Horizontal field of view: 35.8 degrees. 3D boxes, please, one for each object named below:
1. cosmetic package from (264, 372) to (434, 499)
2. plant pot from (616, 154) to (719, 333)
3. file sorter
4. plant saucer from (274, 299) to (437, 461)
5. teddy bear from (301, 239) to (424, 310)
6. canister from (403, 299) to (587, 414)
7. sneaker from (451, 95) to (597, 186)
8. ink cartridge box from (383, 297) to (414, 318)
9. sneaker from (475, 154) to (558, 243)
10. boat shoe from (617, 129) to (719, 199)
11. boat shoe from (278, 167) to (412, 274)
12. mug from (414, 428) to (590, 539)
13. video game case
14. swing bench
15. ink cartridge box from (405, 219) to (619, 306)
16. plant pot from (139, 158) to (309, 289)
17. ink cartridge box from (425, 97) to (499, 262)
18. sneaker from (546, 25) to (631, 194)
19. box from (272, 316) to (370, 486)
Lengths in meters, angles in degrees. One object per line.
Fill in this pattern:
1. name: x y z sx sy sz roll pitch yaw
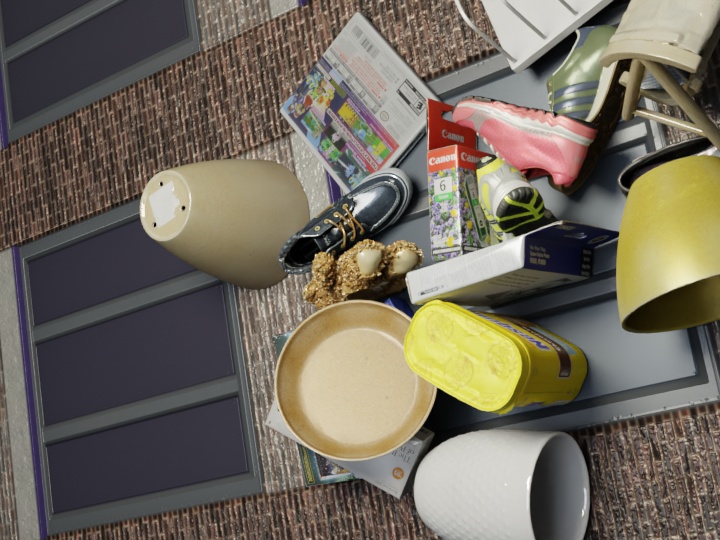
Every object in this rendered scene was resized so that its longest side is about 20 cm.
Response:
1. cosmetic package: -0.015 0.197 1.382 0.198 0.051 0.083 25 105 18
2. plant pot: 0.352 -0.035 1.170 0.199 0.199 0.144 -24 68 29
3. file sorter: 0.212 -0.367 1.318 0.199 0.124 0.140 -36 51 25
4. plant saucer: -0.004 0.135 1.345 0.197 0.036 0.203 -3 66 6
5. teddy bear: 0.000 0.000 1.423 0.143 0.200 0.068 -11 75 -12
6. canister: 0.160 0.100 1.276 0.148 0.199 0.087 27 100 32
7. sneaker: 0.178 -0.150 1.299 0.199 0.073 0.088 21 101 43
8. ink cartridge box: 0.003 0.135 1.470 0.200 0.044 0.094 -43 66 22
9. sneaker: 0.180 -0.073 1.292 0.075 0.200 0.077 -29 65 0
10. boat shoe: 0.382 -0.117 1.238 0.198 0.057 0.068 -18 75 31
11. boat shoe: -0.019 -0.058 1.468 0.199 0.091 0.071 -35 94 30
12. mug: 0.164 0.283 1.303 0.174 0.147 0.202 -4 113 38
13. video game case: -0.001 -0.221 1.524 0.182 0.023 0.201 -48 63 20
14. swing bench: 0.350 -0.268 1.164 0.129 0.200 0.200 24 82 32
15. ink cartridge box: 0.184 -0.002 1.273 0.198 0.199 0.041 -20 76 32
16. plant pot: -0.203 -0.075 1.537 0.186 0.199 0.190 -4 83 33
17. ink cartridge box: 0.133 -0.109 1.368 0.050 0.108 0.203 -8 81 41
18. sneaker: 0.257 -0.198 1.330 0.090 0.067 0.202 31 102 39
19. box: -0.026 0.167 1.433 0.135 0.038 0.203 -12 91 25
